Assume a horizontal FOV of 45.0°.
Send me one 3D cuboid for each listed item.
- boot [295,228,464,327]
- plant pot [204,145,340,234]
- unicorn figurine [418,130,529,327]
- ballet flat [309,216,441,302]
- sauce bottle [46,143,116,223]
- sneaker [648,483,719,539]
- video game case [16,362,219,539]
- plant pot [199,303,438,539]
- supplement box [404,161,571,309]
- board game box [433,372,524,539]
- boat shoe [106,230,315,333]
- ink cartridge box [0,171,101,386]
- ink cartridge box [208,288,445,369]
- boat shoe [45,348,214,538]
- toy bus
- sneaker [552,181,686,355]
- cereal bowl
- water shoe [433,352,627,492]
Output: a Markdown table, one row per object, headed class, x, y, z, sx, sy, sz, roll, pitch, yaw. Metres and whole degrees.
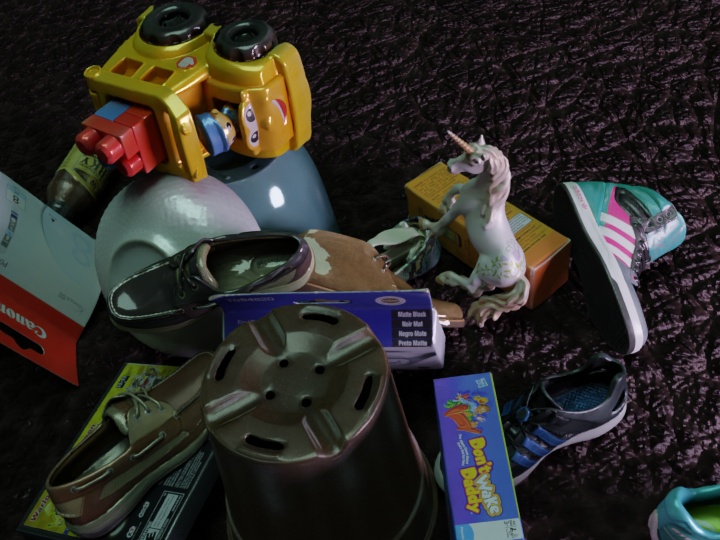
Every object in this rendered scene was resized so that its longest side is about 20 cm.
| class | x | y | z | sx | sy | sz | roll | pitch | yaw |
| --- | --- | --- | --- | --- | --- | --- | --- | --- | --- |
| boot | 0.019 | 0.011 | 0.890 | 0.197 | 0.074 | 0.077 | 16 | 85 | -8 |
| plant pot | -0.131 | -0.078 | 0.985 | 0.197 | 0.162 | 0.202 | -5 | 47 | 6 |
| unicorn figurine | 0.117 | -0.048 | 0.879 | 0.074 | 0.201 | 0.137 | -40 | 11 | -35 |
| ballet flat | 0.000 | 0.000 | 0.952 | 0.199 | 0.075 | 0.074 | -32 | 49 | -19 |
| sauce bottle | -0.366 | -0.113 | 1.131 | 0.064 | 0.065 | 0.202 | 4 | 50 | 14 |
| sneaker | 0.333 | 0.204 | 0.690 | 0.197 | 0.080 | 0.078 | -3 | 46 | 7 |
| video game case | -0.205 | 0.176 | 0.825 | 0.178 | 0.026 | 0.201 | 0 | 46 | 31 |
| plant pot | -0.040 | 0.148 | 0.731 | 0.197 | 0.200 | 0.202 | -6 | 45 | 6 |
| supplement box | 0.137 | -0.044 | 0.969 | 0.069 | 0.067 | 0.199 | -37 | 52 | -23 |
| board game box | 0.090 | 0.194 | 0.660 | 0.044 | 0.202 | 0.136 | -7 | 46 | 3 |
| boat shoe | -0.140 | 0.001 | 0.792 | 0.197 | 0.065 | 0.074 | -18 | 68 | -5 |
| ink cartridge box | -0.352 | 0.007 | 0.946 | 0.047 | 0.160 | 0.201 | -33 | 44 | 13 |
| ink cartridge box | -0.022 | 0.062 | 0.814 | 0.196 | 0.200 | 0.041 | -2 | 74 | 10 |
| boat shoe | -0.194 | 0.143 | 0.776 | 0.075 | 0.072 | 0.200 | 16 | 55 | 41 |
| toy bus | -0.173 | -0.153 | 0.849 | 0.198 | 0.137 | 0.193 | 18 | 49 | 24 |
| sneaker | 0.287 | -0.012 | 0.905 | 0.119 | 0.084 | 0.202 | -9 | 61 | -9 |
| cereal bowl | -0.195 | 0.000 | 0.889 | 0.197 | 0.203 | 0.083 | 12 | 22 | 21 |
| water shoe | 0.152 | 0.134 | 0.790 | 0.198 | 0.080 | 0.072 | -25 | 47 | -13 |
